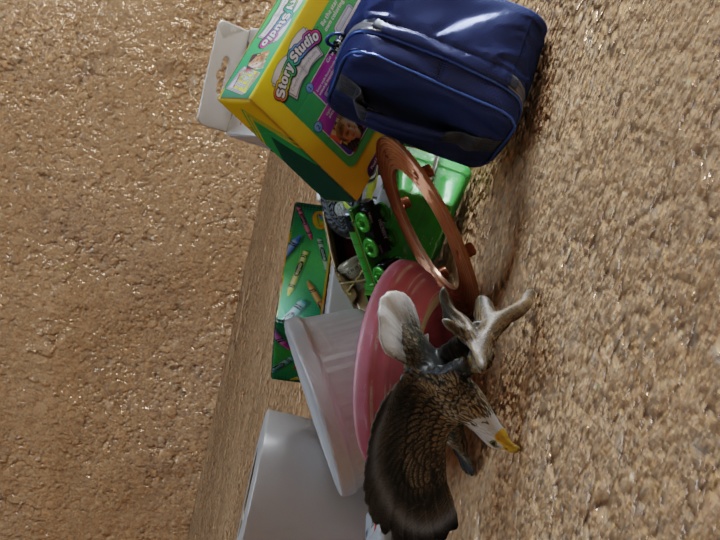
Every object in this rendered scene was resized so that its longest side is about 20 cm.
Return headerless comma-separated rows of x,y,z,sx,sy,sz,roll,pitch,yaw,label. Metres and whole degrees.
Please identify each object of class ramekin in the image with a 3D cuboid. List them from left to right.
-0.009,0.134,1.427,0.202,0.094,0.204,162,90,-83,ramekin

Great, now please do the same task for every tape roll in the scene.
-0.066,0.276,1.571,0.203,0.138,0.204,-168,90,-85,tape roll

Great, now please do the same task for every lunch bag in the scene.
0.062,-0.189,1.253,0.136,0.199,0.133,120,169,-66,lunch bag

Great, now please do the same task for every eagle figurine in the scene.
0.070,0.121,1.135,0.201,0.151,0.151,-64,38,38,eagle figurine

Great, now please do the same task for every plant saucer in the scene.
0.050,0.092,1.273,0.200,0.051,0.202,7,-90,-70,plant saucer

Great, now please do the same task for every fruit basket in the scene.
0.060,-0.098,1.483,0.201,0.093,0.186,-87,13,-49,fruit basket

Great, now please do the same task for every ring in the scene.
0.070,-0.043,1.298,0.201,0.019,0.201,60,170,19,ring

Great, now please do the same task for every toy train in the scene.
0.027,0.016,1.418,0.056,0.042,0.201,4,117,54,toy train

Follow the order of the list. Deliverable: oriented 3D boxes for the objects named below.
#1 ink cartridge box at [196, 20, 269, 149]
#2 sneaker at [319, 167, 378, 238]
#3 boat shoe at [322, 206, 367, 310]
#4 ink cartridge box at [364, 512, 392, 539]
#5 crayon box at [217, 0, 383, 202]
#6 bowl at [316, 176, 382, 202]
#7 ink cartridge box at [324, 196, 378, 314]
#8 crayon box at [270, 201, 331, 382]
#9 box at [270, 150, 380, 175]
-0.066,-0.181,1.393,0.067,0.199,0.117,10,88,48,ink cartridge box
0.001,-0.133,1.514,0.075,0.076,0.201,-12,71,43,sneaker
0.000,0.000,1.524,0.074,0.066,0.201,-33,62,23,boat shoe
0.011,0.344,1.402,0.200,0.050,0.163,121,158,-52,ink cartridge box
-0.027,-0.200,1.341,0.058,0.172,0.201,7,63,49,crayon box
-0.008,-0.135,1.872,0.201,0.090,0.202,-168,90,-78,bowl
-0.001,0.033,1.653,0.176,0.083,0.201,102,175,-68,ink cartridge box
-0.072,0.027,1.688,0.119,0.058,0.201,98,179,-49,crayon box
0.003,-0.234,1.626,0.124,0.199,0.198,-105,28,-63,box
